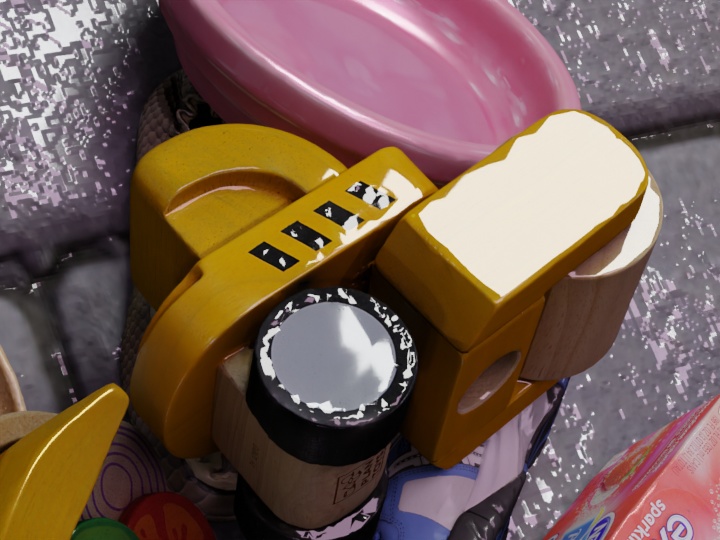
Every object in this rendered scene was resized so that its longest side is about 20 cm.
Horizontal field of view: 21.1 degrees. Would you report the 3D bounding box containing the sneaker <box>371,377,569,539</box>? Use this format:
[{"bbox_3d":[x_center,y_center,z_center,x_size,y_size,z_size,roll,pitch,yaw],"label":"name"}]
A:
[{"bbox_3d":[0.030,0.083,0.801,0.077,0.076,0.200,22,54,8],"label":"sneaker"}]

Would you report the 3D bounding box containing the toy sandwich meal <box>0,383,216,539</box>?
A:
[{"bbox_3d":[-0.075,0.133,0.663,0.205,0.070,0.205,44,31,-36],"label":"toy sandwich meal"}]

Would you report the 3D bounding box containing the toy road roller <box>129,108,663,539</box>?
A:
[{"bbox_3d":[0.000,0.000,0.731,0.200,0.123,0.146,-33,67,-25],"label":"toy road roller"}]

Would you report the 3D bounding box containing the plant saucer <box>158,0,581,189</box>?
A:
[{"bbox_3d":[-0.002,-0.093,0.837,0.200,0.051,0.201,23,31,-15],"label":"plant saucer"}]

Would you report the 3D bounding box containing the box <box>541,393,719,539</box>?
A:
[{"bbox_3d":[0.110,0.156,0.782,0.103,0.095,0.200,48,54,0],"label":"box"}]

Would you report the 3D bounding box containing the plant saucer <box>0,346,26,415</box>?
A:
[{"bbox_3d":[-0.217,0.070,0.689,0.200,0.035,0.201,11,62,-22],"label":"plant saucer"}]

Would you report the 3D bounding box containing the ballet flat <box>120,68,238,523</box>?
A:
[{"bbox_3d":[-0.062,0.004,0.796,0.067,0.046,0.200,7,63,-24],"label":"ballet flat"}]
